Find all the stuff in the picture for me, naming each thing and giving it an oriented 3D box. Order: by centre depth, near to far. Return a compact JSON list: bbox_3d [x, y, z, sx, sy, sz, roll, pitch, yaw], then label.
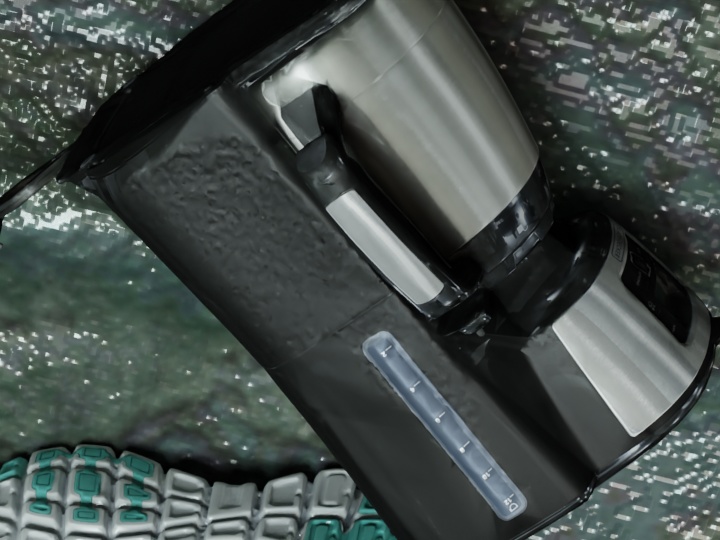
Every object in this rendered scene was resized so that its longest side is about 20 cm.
[{"bbox_3d":[0.000,0.000,0.814,0.192,0.135,0.200,-23,112,42],"label":"coffee maker"},{"bbox_3d":[-0.071,0.128,0.903,0.199,0.078,0.091,6,121,6],"label":"sneaker"}]
